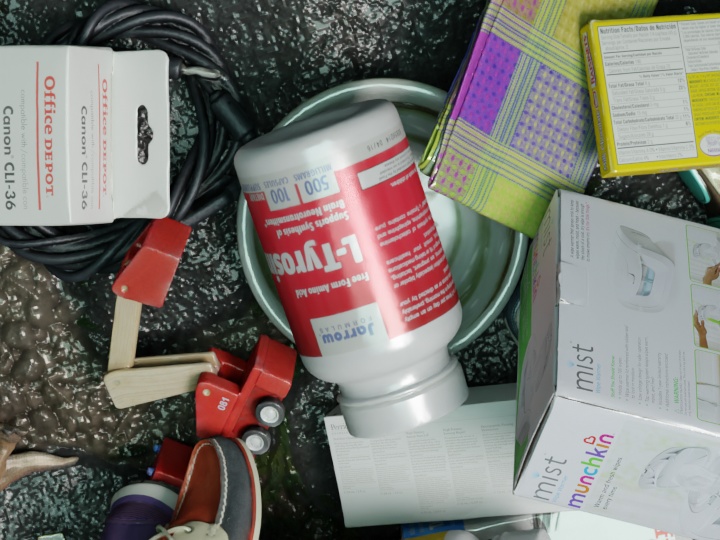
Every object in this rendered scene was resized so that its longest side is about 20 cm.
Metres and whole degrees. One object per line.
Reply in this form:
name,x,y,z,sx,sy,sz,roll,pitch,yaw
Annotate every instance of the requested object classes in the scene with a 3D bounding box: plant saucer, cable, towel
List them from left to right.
cable,-0.175,-0.086,1.369,0.199,0.051,0.164,-29,100,4
plant saucer,0.015,-0.032,1.385,0.198,0.050,0.202,0,100,-1
towel,0.120,-0.127,1.337,0.143,0.023,0.201,23,85,-39

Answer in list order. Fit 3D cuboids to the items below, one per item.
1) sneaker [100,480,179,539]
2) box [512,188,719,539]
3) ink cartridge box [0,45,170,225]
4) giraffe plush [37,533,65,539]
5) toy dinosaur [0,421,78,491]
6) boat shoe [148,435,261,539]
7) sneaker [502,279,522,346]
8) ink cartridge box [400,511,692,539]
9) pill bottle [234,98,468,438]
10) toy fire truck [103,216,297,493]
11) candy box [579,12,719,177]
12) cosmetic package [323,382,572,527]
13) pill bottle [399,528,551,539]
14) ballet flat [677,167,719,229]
sneaker,-0.105,0.238,1.390,0.200,0.088,0.076,40,130,-21
box,0.192,0.060,1.276,0.175,0.201,0.097,13,130,-5
ink cartridge box,-0.226,-0.088,1.320,0.198,0.067,0.118,0,94,19
giraffe plush,-0.200,0.298,1.370,0.172,0.162,0.201,-24,99,11
toy dinosaur,-0.289,0.160,1.376,0.085,0.199,0.137,22,106,33
boat shoe,-0.112,0.199,1.309,0.062,0.071,0.202,20,68,-30
sneaker,0.192,0.062,1.389,0.199,0.086,0.078,27,97,-7
ink cartridge box,0.138,0.223,1.417,0.198,0.084,0.147,-12,100,2
pill bottle,0.000,0.000,1.309,0.111,0.112,0.201,-19,100,2
toy fire truck,-0.120,0.076,1.372,0.140,0.049,0.201,23,117,-7
candy box,0.246,-0.120,1.350,0.198,0.026,0.103,-5,81,-18
cosmetic package,0.080,0.123,1.383,0.198,0.051,0.083,-6,103,22
pill bottle,0.032,0.232,1.319,0.198,0.114,0.115,-12,101,13
ballet flat,0.260,-0.054,1.384,0.062,0.067,0.201,-33,100,-6
